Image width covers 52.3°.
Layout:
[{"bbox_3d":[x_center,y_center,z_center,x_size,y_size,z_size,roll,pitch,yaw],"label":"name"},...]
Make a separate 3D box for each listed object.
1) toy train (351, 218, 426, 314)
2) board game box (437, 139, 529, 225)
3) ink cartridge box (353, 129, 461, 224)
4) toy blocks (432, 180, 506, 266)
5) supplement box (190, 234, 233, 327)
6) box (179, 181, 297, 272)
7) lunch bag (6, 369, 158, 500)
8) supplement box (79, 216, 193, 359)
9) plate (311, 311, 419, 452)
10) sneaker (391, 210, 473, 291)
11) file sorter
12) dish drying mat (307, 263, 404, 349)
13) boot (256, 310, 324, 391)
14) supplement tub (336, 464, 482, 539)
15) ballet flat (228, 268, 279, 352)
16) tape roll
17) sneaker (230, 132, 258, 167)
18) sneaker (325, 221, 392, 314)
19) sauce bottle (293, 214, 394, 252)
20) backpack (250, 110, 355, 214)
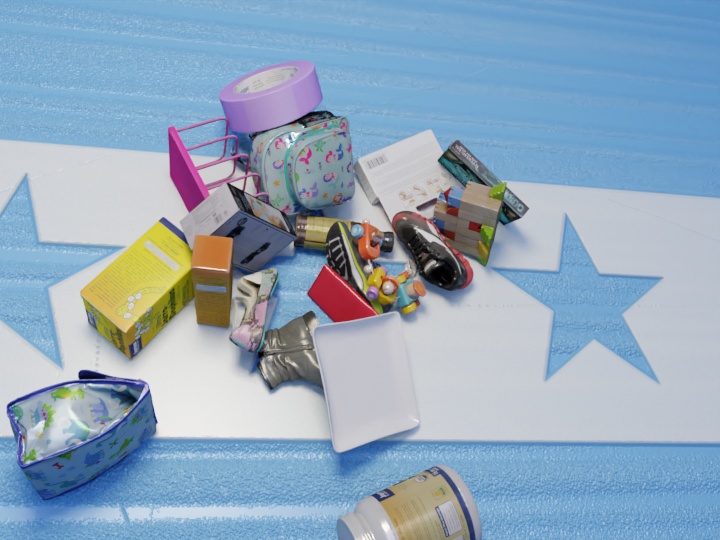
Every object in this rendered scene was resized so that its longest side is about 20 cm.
[{"bbox_3d":[0.063,-0.007,1.351,0.198,0.055,0.154,31,52,-43],"label":"toy train"},{"bbox_3d":[0.245,-0.176,1.485,0.199,0.135,0.028,43,86,-1],"label":"board game box"},{"bbox_3d":[0.106,-0.183,1.534,0.197,0.044,0.177,-25,83,-25],"label":"ink cartridge box"},{"bbox_3d":[0.202,-0.105,1.434,0.133,0.202,0.101,18,57,13],"label":"toy blocks"},{"bbox_3d":[-0.249,0.022,1.242,0.067,0.202,0.068,4,59,-6],"label":"supplement box"},{"bbox_3d":[-0.210,-0.070,1.291,0.116,0.199,0.061,-37,66,14],"label":"box"},{"bbox_3d":[-0.407,0.236,1.101,0.195,0.171,0.130,-16,65,-20],"label":"lunch bag"},{"bbox_3d":[-0.367,0.029,1.264,0.108,0.110,0.201,35,60,10],"label":"supplement box"},{"bbox_3d":[0.006,0.184,1.239,0.196,0.032,0.206,-7,83,-41],"label":"plate"},{"bbox_3d":[0.131,-0.036,1.414,0.200,0.071,0.098,46,28,6],"label":"sneaker"},{"bbox_3d":[-0.267,-0.165,1.382,0.123,0.140,0.203,-22,67,-24],"label":"file sorter"},{"bbox_3d":[-0.011,0.082,1.341,0.199,0.077,0.018,43,30,13],"label":"dish drying mat"},{"bbox_3d":[-0.105,0.180,1.277,0.128,0.068,0.203,-23,67,-10],"label":"boot"},{"bbox_3d":[0.074,0.403,1.129,0.195,0.145,0.147,-17,65,-22],"label":"supplement tub"},{"bbox_3d":[-0.190,0.055,1.287,0.070,0.069,0.203,27,39,-17],"label":"ballet flat"},{"bbox_3d":[-0.174,-0.341,1.429,0.194,0.067,0.202,-13,30,7],"label":"tape roll"},{"bbox_3d":[-0.194,-0.295,1.501,0.078,0.091,0.201,35,59,9],"label":"sneaker"},{"bbox_3d":[0.000,0.000,1.376,0.080,0.073,0.204,-27,93,-39],"label":"sneaker"},{"bbox_3d":[-0.032,-0.065,1.423,0.194,0.065,0.066,8,58,-10],"label":"sauce bottle"},{"bbox_3d":[-0.108,-0.201,1.406,0.195,0.182,0.150,-14,28,-20],"label":"backpack"}]
